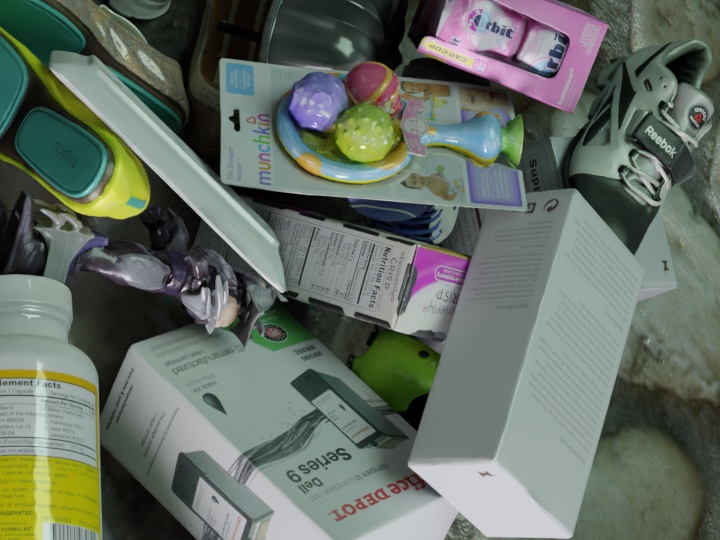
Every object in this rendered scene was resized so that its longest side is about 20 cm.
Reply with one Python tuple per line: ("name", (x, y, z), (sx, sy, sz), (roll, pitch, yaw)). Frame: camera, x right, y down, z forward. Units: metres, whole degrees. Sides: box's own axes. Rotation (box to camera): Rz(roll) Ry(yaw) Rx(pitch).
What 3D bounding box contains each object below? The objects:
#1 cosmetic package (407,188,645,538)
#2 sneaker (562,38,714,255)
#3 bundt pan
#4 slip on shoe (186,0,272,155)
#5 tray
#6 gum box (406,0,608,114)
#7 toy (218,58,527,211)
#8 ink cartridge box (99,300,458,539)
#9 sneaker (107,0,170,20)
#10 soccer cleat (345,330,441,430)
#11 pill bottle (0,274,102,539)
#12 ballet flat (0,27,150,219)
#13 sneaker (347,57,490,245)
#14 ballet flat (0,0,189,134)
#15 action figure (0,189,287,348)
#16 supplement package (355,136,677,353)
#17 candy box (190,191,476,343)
("cosmetic package", (0.109, 0.059, 1.492), (0.101, 0.071, 0.201), (45, 53, -40))
("sneaker", (0.201, -0.092, 1.630), (0.074, 0.088, 0.201), (41, 46, -27))
("bundt pan", (-0.017, -0.142, 1.640), (0.202, 0.075, 0.204), (13, 90, -83))
("slip on shoe", (-0.082, -0.156, 1.680), (0.075, 0.061, 0.201), (16, 38, -4))
("tray", (-0.117, -0.069, 1.463), (0.200, 0.022, 0.107), (45, 1, -12))
("gum box", (0.099, -0.166, 1.617), (0.113, 0.200, 0.067), (21, 98, -4))
("toy", (0.011, -0.099, 1.502), (0.198, 0.047, 0.116), (7, 46, -12))
("ink cartridge box", (-0.049, 0.122, 1.502), (0.200, 0.084, 0.146), (41, 34, 23))
("sneaker", (-0.175, -0.269, 1.601), (0.200, 0.087, 0.075), (50, 46, -19))
("soccer cleat", (0.029, 0.127, 1.596), (0.068, 0.081, 0.201), (-47, 151, -39))
("pill bottle", (-0.207, 0.109, 1.394), (0.104, 0.104, 0.202), (16, 62, -43))
("ballet flat", (-0.200, -0.092, 1.464), (0.200, 0.067, 0.067), (40, 10, 35))
("sneaker", (0.041, -0.060, 1.614), (0.200, 0.080, 0.116), (-60, 163, -61))
("ballet flat", (-0.190, -0.159, 1.562), (0.200, 0.068, 0.068), (40, 41, -41))
("action figure", (-0.135, -0.003, 1.484), (0.199, 0.130, 0.070), (11, 97, -25))
("supplement package", (0.113, -0.013, 1.719), (0.116, 0.199, 0.118), (-1, 75, -48))
("candy box", (0.000, 0.000, 1.581), (0.136, 0.199, 0.061), (14, 92, -50))
